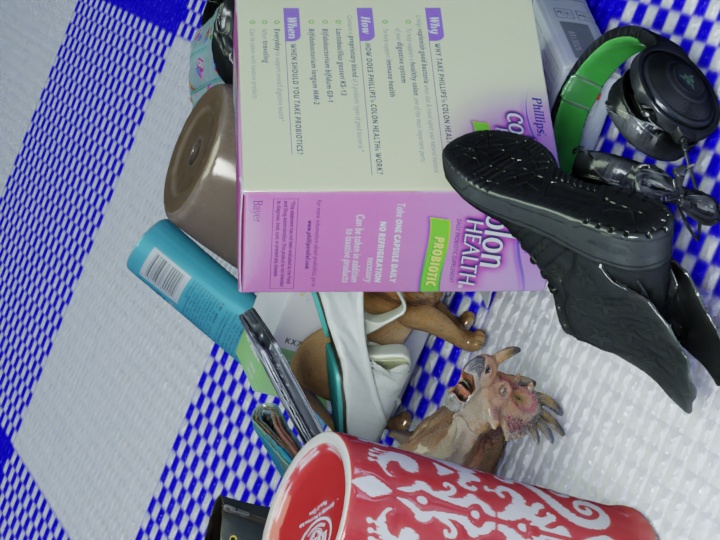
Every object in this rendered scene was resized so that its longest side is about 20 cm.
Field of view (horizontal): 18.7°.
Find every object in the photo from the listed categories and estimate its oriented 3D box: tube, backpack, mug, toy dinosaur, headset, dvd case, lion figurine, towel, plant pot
[{"bbox_3d":[-0.094,0.041,1.703,0.050,0.200,0.078,-42,-14,-31],"label":"tube"},{"bbox_3d":[-0.083,-0.176,1.898,0.200,0.166,0.127,165,118,-70],"label":"backpack"},{"bbox_3d":[0.044,0.189,1.239,0.178,0.199,0.134,-60,25,20],"label":"mug"},{"bbox_3d":[0.069,0.109,1.412,0.136,0.086,0.200,-58,6,1],"label":"toy dinosaur"},{"bbox_3d":[0.161,-0.079,1.333,0.124,0.094,0.200,-63,30,17],"label":"headset"},{"bbox_3d":[-0.025,0.125,1.462,0.016,0.201,0.149,-28,11,-4],"label":"dvd case"},{"bbox_3d":[0.005,0.043,1.527,0.200,0.122,0.073,-52,19,16],"label":"lion figurine"},{"bbox_3d":[-0.004,0.187,1.399,0.022,0.201,0.147,-31,23,-8],"label":"towel"},{"bbox_3d":[-0.052,-0.065,1.696,0.200,0.174,0.201,-50,28,39],"label":"plant pot"}]

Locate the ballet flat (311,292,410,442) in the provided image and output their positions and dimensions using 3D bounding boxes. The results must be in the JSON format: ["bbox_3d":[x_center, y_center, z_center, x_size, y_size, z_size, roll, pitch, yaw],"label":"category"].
[{"bbox_3d":[0.002,0.045,1.466,0.069,0.069,0.201,-124,21,-63],"label":"ballet flat"}]

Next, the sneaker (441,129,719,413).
[{"bbox_3d":[0.126,-0.003,1.264,0.199,0.060,0.105,27,137,39],"label":"sneaker"}]

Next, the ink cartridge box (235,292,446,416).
[{"bbox_3d":[0.000,0.000,1.583,0.067,0.117,0.201,-120,48,-63],"label":"ink cartridge box"}]

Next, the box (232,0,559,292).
[{"bbox_3d":[0.018,-0.082,1.398,0.097,0.199,0.177,94,173,-49],"label":"box"}]

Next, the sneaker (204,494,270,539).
[{"bbox_3d":[-0.058,0.242,1.537,0.200,0.106,0.075,-103,35,-56],"label":"sneaker"}]

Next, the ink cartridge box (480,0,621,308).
[{"bbox_3d":[0.118,-0.096,1.538,0.163,0.050,0.201,-105,23,-53],"label":"ink cartridge box"}]
